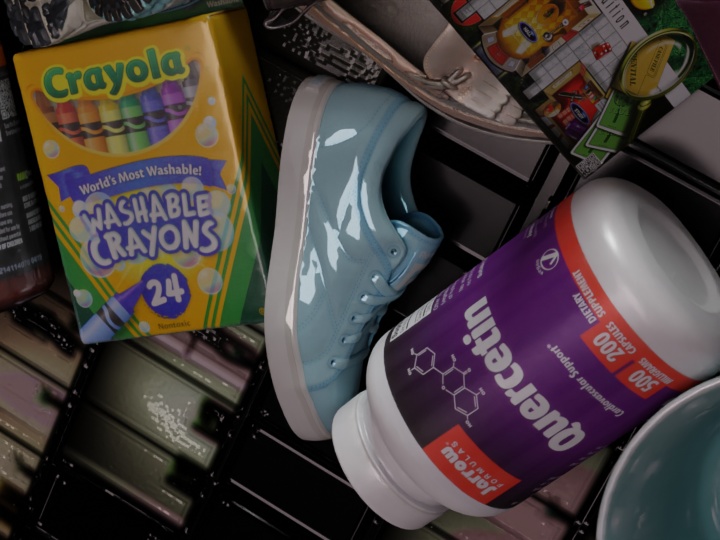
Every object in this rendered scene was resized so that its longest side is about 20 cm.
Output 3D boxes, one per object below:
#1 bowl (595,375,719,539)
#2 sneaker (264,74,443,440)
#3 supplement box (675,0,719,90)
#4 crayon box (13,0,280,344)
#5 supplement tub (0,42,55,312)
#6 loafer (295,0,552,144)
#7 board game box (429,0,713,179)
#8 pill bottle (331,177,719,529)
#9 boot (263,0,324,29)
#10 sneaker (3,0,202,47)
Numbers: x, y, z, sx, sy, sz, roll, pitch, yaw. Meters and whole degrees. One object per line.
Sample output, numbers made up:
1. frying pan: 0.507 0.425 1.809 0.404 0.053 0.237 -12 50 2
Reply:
1. bowl: 0.224 0.127 0.839 0.201 0.105 0.201 6 107 20
2. sneaker: 0.000 0.000 0.912 0.082 0.074 0.200 9 108 23
3. supplement box: 0.248 -0.125 0.723 0.200 0.131 0.103 6 72 26
4. crayon box: -0.113 -0.066 0.951 0.126 0.052 0.200 -8 100 23
5. supplement tub: -0.244 -0.074 0.972 0.107 0.107 0.200 -7 101 23
6. loafer: 0.034 -0.122 0.864 0.200 0.063 0.072 29 94 13
7. board game box: 0.093 -0.128 0.770 0.105 0.200 0.023 -41 45 8
8. pill bottle: 0.082 0.049 0.870 0.200 0.112 0.112 -38 88 25
9. boot: 0.020 -0.210 0.794 0.174 0.069 0.200 2 107 13
10. sneaker: -0.124 -0.159 0.906 0.200 0.086 0.078 13 111 53
